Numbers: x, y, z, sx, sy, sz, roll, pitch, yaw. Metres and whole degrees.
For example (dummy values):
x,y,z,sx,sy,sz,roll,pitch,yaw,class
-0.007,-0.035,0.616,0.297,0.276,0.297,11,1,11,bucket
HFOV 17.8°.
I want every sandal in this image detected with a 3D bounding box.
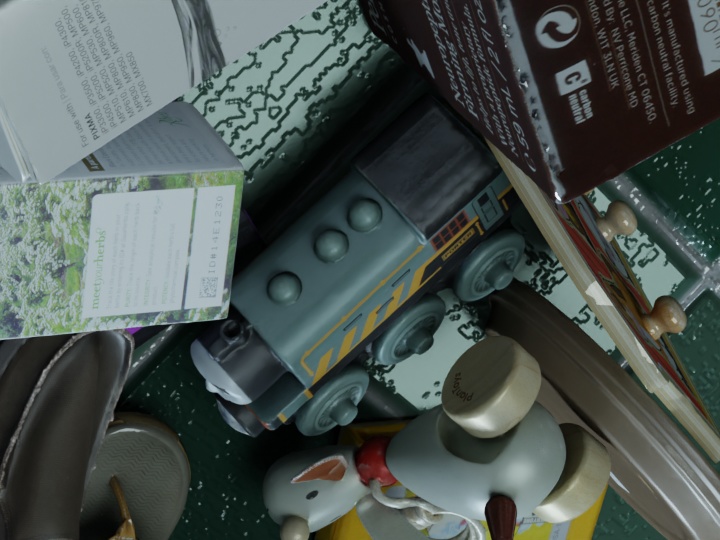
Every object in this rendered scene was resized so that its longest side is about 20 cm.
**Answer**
x,y,z,sx,sy,sz,roll,pitch,yaw,class
-0.144,0.165,1.200,0.082,0.055,0.200,21,107,-36,sandal

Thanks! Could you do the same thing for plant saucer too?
x,y,z,sx,sy,sz,roll,pitch,yaw,class
0.133,0.084,1.206,0.029,0.200,0.200,-43,129,-4,plant saucer

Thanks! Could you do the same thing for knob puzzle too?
x,y,z,sx,sy,sz,roll,pitch,yaw,class
0.117,-0.020,1.136,0.030,0.220,0.220,-32,130,11,knob puzzle

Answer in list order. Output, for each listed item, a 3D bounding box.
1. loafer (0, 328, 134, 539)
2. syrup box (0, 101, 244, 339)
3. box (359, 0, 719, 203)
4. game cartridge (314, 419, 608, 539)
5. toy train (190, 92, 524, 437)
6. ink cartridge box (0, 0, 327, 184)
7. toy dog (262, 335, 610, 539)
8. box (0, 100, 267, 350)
x,y,z,sx,sy,sz,roll,pitch,yaw,class
-0.150,0.108,1.080,0.073,0.071,0.200,20,94,-56,loafer
-0.159,-0.021,1.020,0.200,0.081,0.079,-5,119,-24,syrup box
0.092,-0.168,1.033,0.164,0.200,0.166,-29,127,-10,box
0.052,0.174,1.326,0.176,0.032,0.200,-2,118,-27,game cartridge
0.000,0.000,1.142,0.200,0.085,0.114,-41,156,-3,toy train
-0.099,-0.143,0.950,0.200,0.147,0.083,-35,132,-18,ink cartridge box
0.032,0.116,1.155,0.132,0.096,0.200,31,138,-13,toy dog
-0.146,-0.042,1.088,0.143,0.036,0.200,-35,127,-5,box
